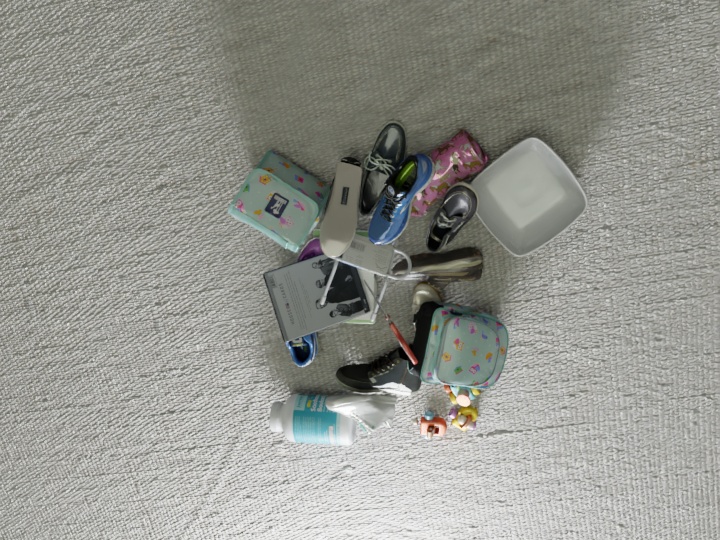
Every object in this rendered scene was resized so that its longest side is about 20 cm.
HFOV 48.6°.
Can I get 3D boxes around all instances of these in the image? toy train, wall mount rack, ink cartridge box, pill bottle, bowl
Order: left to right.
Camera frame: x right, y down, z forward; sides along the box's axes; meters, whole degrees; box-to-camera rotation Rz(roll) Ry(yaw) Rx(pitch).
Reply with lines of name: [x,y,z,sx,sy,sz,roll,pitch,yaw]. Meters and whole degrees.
pill bottle: [-0.110,0.348,1.871,0.196,0.111,0.113,2,113,9]
ink cartridge box: [-0.035,0.013,1.753,0.143,0.048,0.204,2,90,9]
wall mount rack: [0.000,0.000,1.666,0.197,0.075,0.176,18,74,-8]
toy train: [0.199,0.318,1.825,0.148,0.056,0.203,8,120,3]
bowl: [0.333,-0.154,1.599,0.199,0.075,0.200,-38,101,22]

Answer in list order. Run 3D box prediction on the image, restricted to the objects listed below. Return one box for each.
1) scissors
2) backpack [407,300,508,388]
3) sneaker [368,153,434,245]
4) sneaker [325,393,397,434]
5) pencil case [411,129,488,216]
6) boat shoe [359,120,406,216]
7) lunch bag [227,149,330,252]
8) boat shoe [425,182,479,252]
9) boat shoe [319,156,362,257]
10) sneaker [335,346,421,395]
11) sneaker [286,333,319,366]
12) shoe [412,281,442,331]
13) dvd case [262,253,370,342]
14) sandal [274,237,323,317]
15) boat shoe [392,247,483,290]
scissors: [0.064,0.107,1.642,0.014,0.073,0.202,-30,112,-1]
backpack: [0.219,0.163,1.692,0.197,0.153,0.179,9,94,-26]
sneaker: [0.066,-0.143,1.562,0.078,0.089,0.202,33,103,25]
sneaker: [0.006,0.323,1.797,0.075,0.198,0.090,-6,78,51]
pencil case: [0.161,-0.194,1.609,0.199,0.084,0.086,-38,132,21]
boat shoe: [0.040,-0.206,1.635,0.074,0.062,0.202,26,114,2]
lunch bag: [-0.164,-0.133,1.623,0.169,0.201,0.123,32,123,-3]
boat shoe: [0.181,-0.101,1.601,0.072,0.063,0.201,31,150,2]
boat shoe: [-0.036,-0.124,1.631,0.073,0.093,0.203,15,87,0]
sneaker: [0.044,0.216,1.801,0.196,0.075,0.108,4,126,-3]
sneaker: [-0.136,0.124,1.797,0.073,0.082,0.203,-7,110,14]
shoe: [0.153,0.123,1.760,0.069,0.054,0.203,-6,112,12]
dvd case: [-0.091,0.048,1.687,0.197,0.025,0.153,-18,90,-17]
sandal: [-0.121,0.027,1.720,0.082,0.050,0.205,26,95,8]
boat shoe: [0.166,0.006,1.697,0.197,0.075,0.074,-7,113,15]
